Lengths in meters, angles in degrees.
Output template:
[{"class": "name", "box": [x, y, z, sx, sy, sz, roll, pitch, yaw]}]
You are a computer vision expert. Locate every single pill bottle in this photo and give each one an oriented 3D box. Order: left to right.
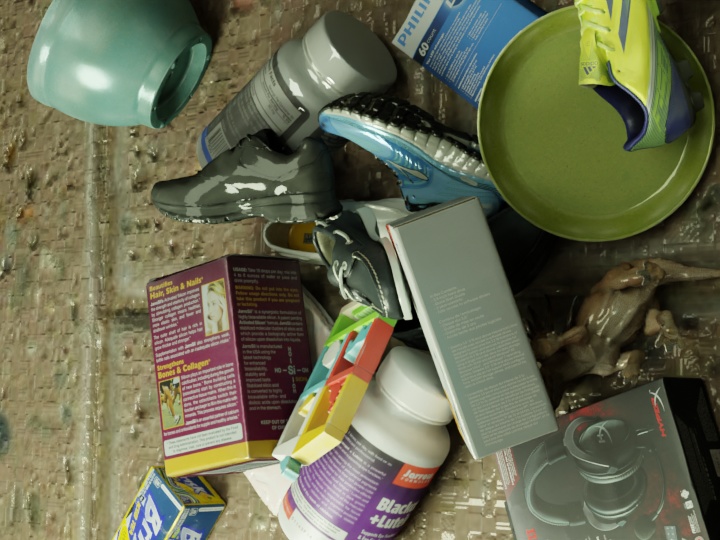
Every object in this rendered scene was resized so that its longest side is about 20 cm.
[{"class": "pill bottle", "box": [-0.063, -0.157, 1.558, 0.200, 0.113, 0.114, -42, 61, 29]}, {"class": "pill bottle", "box": [0.015, 0.174, 1.460, 0.111, 0.111, 0.201, 44, 114, 34]}]

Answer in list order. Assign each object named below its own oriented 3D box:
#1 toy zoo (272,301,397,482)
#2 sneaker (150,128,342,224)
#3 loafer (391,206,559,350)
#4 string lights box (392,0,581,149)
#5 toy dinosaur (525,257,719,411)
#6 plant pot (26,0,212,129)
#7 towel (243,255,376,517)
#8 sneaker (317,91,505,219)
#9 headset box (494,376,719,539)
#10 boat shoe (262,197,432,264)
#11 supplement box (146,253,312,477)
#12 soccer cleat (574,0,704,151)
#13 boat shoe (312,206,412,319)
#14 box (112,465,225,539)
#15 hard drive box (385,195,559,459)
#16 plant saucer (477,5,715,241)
[{"class": "toy zoo", "box": [-0.023, 0.106, 1.448, 0.131, 0.020, 0.201, -33, 28, 61]}, {"class": "sneaker", "box": [-0.110, -0.090, 1.507, 0.199, 0.076, 0.091, -1, 97, 21]}, {"class": "loafer", "box": [0.103, 0.004, 1.428, 0.201, 0.070, 0.068, -44, 60, 28]}, {"class": "string lights box", "box": [0.129, -0.200, 1.434, 0.200, 0.059, 0.103, 43, 113, 35]}, {"class": "toy dinosaur", "box": [0.211, 0.038, 1.334, 0.200, 0.136, 0.086, -41, 100, 6]}, {"class": "plant pot", "box": [-0.245, -0.235, 1.690, 0.134, 0.200, 0.201, 32, 109, 9]}, {"class": "towel", "box": [-0.085, 0.116, 1.604, 0.200, 0.032, 0.191, 50, 116, 31]}, {"class": "sneaker", "box": [0.045, -0.097, 1.453, 0.199, 0.078, 0.090, 27, 116, 12]}, {"class": "headset box", "box": [0.208, 0.191, 1.317, 0.199, 0.077, 0.150, -25, 70, 35]}, {"class": "boat shoe", "box": [-0.014, -0.038, 1.532, 0.199, 0.070, 0.071, 2, 87, 41]}, {"class": "supplement box", "box": [-0.126, 0.096, 1.550, 0.131, 0.103, 0.201, -16, 76, 43]}, {"class": "soccer cleat", "box": [0.204, -0.191, 1.271, 0.083, 0.065, 0.201, -28, 95, -4]}, {"class": "boat shoe", "box": [0.000, 0.000, 1.395, 0.200, 0.060, 0.076, -123, 19, -72]}, {"class": "box", "box": [-0.226, 0.308, 1.685, 0.070, 0.064, 0.201, 43, 113, 35]}, {"class": "hard drive box", "box": [0.091, 0.043, 1.319, 0.076, 0.156, 0.201, -19, 92, 0]}, {"class": "plant saucer", "box": [0.200, -0.126, 1.335, 0.199, 0.031, 0.201, 2, 98, 11]}]
